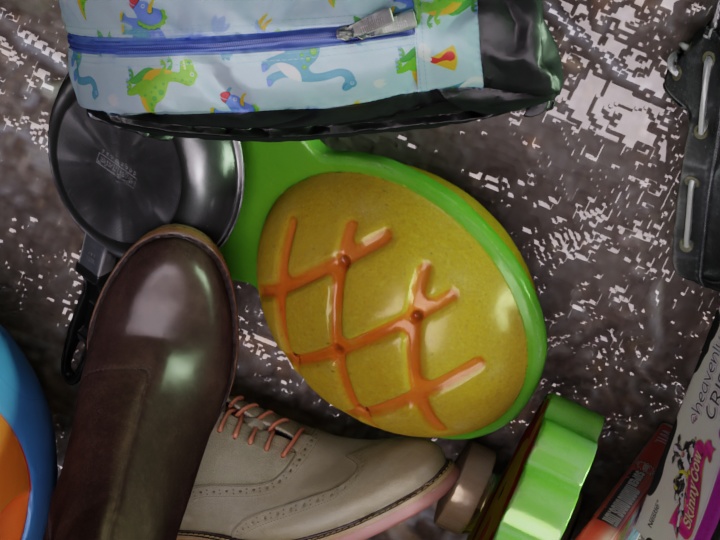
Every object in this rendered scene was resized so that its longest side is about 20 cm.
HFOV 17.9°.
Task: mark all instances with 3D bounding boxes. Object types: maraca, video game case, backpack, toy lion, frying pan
[{"bbox_3d":[0.000,0.000,1.071,0.200,0.107,0.137,37,128,12],"label":"maraca"},{"bbox_3d":[0.097,0.163,1.078,0.017,0.200,0.143,28,113,12],"label":"video game case"},{"bbox_3d":[-0.029,-0.115,0.982,0.200,0.163,0.154,-18,106,3],"label":"backpack"},{"bbox_3d":[0.056,0.154,1.062,0.069,0.192,0.200,25,84,1],"label":"toy lion"},{"bbox_3d":[-0.128,-0.033,1.098,0.190,0.031,0.115,-41,82,36],"label":"frying pan"}]

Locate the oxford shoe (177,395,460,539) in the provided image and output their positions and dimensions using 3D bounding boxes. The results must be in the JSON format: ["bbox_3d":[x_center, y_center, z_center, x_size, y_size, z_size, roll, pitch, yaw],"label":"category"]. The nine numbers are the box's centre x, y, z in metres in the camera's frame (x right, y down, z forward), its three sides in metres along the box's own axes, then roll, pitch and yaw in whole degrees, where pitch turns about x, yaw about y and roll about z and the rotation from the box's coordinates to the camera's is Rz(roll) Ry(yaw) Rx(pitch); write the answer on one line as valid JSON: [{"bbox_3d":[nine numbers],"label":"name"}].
[{"bbox_3d":[-0.049,0.097,1.114,0.200,0.071,0.074,-10,106,25],"label":"oxford shoe"}]

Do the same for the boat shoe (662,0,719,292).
[{"bbox_3d":[0.170,-0.083,1.037,0.071,0.072,0.200,9,102,30],"label":"boat shoe"}]

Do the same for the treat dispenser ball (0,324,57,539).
[{"bbox_3d":[-0.244,0.094,1.076,0.201,0.201,0.201,2,113,4],"label":"treat dispenser ball"}]

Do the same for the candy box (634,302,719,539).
[{"bbox_3d":[0.239,0.075,1.052,0.200,0.061,0.136,3,117,-31],"label":"candy box"}]

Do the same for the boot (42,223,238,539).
[{"bbox_3d":[-0.102,0.094,1.019,0.072,0.166,0.200,14,109,-5],"label":"boot"}]
